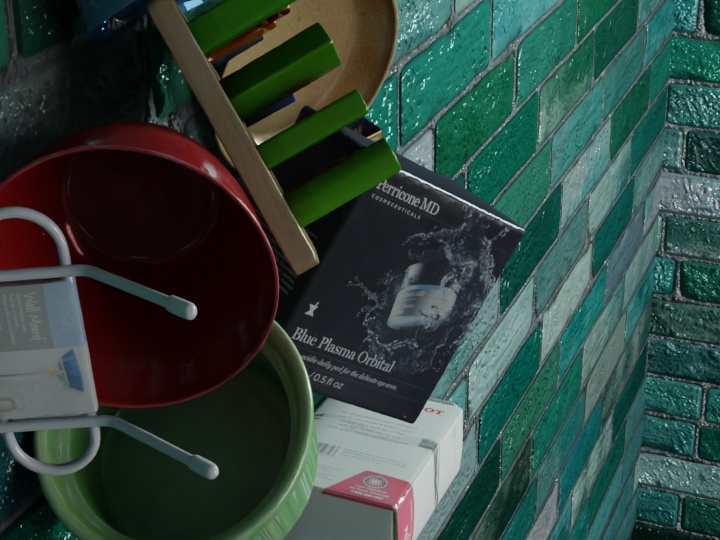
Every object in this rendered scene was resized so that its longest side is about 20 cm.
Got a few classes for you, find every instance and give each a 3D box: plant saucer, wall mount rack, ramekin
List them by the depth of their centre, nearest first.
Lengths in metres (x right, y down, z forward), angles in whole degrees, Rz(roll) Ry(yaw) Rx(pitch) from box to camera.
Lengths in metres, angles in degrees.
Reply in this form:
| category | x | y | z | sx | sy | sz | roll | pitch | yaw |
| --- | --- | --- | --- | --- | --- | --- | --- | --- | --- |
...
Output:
| category | x | y | z | sx | sy | sz | roll | pitch | yaw |
| --- | --- | --- | --- | --- | --- | --- | --- | --- | --- |
| wall mount rack | -0.177 | 0.062 | 0.926 | 0.075 | 0.172 | 0.202 | -92 | 178 | -59 |
| ramekin | -0.123 | 0.123 | 1.073 | 0.098 | 0.198 | 0.202 | 71 | 34 | -64 |
| plant saucer | -0.053 | -0.172 | 1.259 | 0.199 | 0.035 | 0.201 | -33 | 146 | -26 |

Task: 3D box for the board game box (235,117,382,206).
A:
| category | x | y | z | sx | sy | sz | roll | pitch | yaw |
| --- | --- | --- | --- | --- | --- | --- | --- | --- | --- |
| board game box | -0.031 | -0.021 | 1.333 | 0.135 | 0.035 | 0.201 | -28 | 131 | -22 |

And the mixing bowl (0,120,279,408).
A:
| category | x | y | z | sx | sy | sz | roll | pitch | yaw |
| --- | --- | --- | --- | --- | --- | --- | --- | --- | --- |
| mixing bowl | -0.149 | -0.021 | 0.983 | 0.109 | 0.198 | 0.202 | -89 | 174 | -55 |

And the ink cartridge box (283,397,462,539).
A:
| category | x | y | z | sx | sy | sz | roll | pitch | yaw |
| --- | --- | --- | --- | --- | --- | --- | --- | --- | --- |
| ink cartridge box | 0.006 | 0.202 | 1.506 | 0.200 | 0.145 | 0.084 | -45 | 141 | -57 |

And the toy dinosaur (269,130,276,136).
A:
| category | x | y | z | sx | sy | sz | roll | pitch | yaw |
| --- | --- | --- | --- | --- | --- | --- | --- | --- | --- |
| toy dinosaur | -0.039 | -0.069 | 1.399 | 0.200 | 0.076 | 0.103 | 49 | 51 | -32 |

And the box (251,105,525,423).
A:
| category | x | y | z | sx | sy | sz | roll | pitch | yaw |
| --- | --- | --- | --- | --- | --- | --- | --- | --- | --- |
| box | 0.000 | 0.000 | 1.264 | 0.196 | 0.117 | 0.201 | 21 | 102 | -44 |

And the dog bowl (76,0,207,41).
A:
| category | x | y | z | sx | sy | sz | roll | pitch | yaw |
| --- | --- | --- | --- | --- | --- | --- | --- | --- | --- |
| dog bowl | -0.127 | -0.214 | 1.040 | 0.050 | 0.111 | 0.200 | 60 | 29 | -5 |

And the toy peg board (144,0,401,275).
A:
| category | x | y | z | sx | sy | sz | roll | pitch | yaw |
| --- | --- | --- | --- | --- | --- | --- | --- | --- | --- |
| toy peg board | -0.053 | -0.113 | 1.061 | 0.201 | 0.097 | 0.199 | 61 | 0 | -5 |
